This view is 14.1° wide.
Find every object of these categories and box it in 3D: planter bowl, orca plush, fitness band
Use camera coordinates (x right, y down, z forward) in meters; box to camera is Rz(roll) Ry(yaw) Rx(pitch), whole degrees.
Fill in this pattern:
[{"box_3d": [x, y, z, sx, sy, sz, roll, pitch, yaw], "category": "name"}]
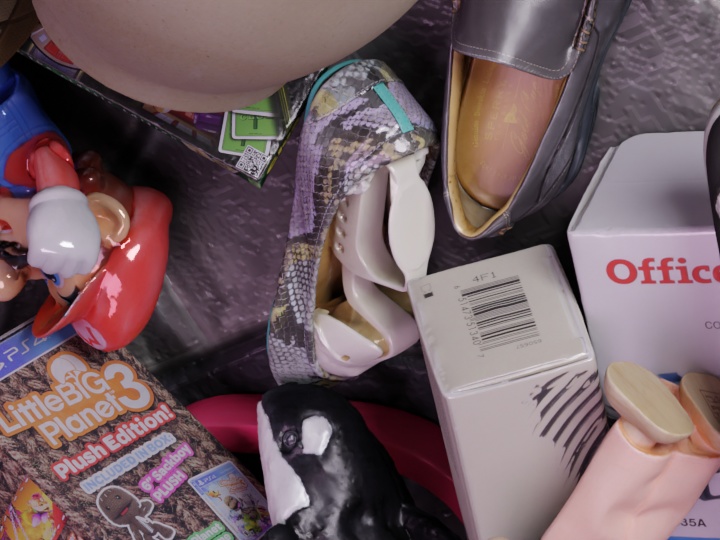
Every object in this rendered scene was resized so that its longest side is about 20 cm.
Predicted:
[{"box_3d": [-0.058, -0.149, 1.156, 0.200, 0.200, 0.135, 30, 136, 3], "category": "planter bowl"}, {"box_3d": [0.013, 0.142, 1.294, 0.071, 0.105, 0.200, -19, 71, 31], "category": "orca plush"}, {"box_3d": [-0.020, 0.127, 1.415, 0.200, 0.037, 0.144, 3, 119, 21], "category": "fitness band"}]

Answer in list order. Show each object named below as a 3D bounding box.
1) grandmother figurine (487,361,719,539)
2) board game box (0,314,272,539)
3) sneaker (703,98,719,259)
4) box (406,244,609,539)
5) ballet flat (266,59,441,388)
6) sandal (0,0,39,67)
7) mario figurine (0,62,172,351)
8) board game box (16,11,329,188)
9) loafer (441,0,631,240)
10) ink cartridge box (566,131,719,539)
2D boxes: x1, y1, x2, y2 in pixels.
[{"box_3d": [0.092, 0.128, 1.225, 0.121, 0.061, 0.200, 16, 123, -26], "category": "grandmother figurine"}, {"box_3d": [-0.126, 0.145, 1.384, 0.200, 0.097, 0.159, 44, 134, 13], "category": "board game box"}, {"box_3d": [0.177, 0.026, 1.123, 0.076, 0.088, 0.200, -8, 114, 29], "category": "sneaker"}, {"box_3d": [0.076, 0.091, 1.281, 0.068, 0.082, 0.200, -16, 133, -1], "category": "box"}, {"box_3d": [0.000, 0.000, 1.281, 0.072, 0.072, 0.200, 19, 136, 11], "category": "ballet flat"}, {"box_3d": [-0.155, -0.167, 1.211, 0.054, 0.080, 0.200, 13, 86, 23], "category": "sandal"}, {"box_3d": [-0.168, -0.043, 1.317, 0.106, 0.123, 0.200, -30, 102, 22], "category": "mario figurine"}, {"box_3d": [-0.104, -0.129, 1.252, 0.200, 0.105, 0.023, 29, 173, 4], "category": "board game box"}, {"box_3d": [0.071, -0.102, 1.200, 0.073, 0.072, 0.200, 13, 125, 17], "category": "loafer"}, {"box_3d": [0.182, 0.047, 1.241, 0.146, 0.086, 0.200, -1, 121, 25], "category": "ink cartridge box"}]
